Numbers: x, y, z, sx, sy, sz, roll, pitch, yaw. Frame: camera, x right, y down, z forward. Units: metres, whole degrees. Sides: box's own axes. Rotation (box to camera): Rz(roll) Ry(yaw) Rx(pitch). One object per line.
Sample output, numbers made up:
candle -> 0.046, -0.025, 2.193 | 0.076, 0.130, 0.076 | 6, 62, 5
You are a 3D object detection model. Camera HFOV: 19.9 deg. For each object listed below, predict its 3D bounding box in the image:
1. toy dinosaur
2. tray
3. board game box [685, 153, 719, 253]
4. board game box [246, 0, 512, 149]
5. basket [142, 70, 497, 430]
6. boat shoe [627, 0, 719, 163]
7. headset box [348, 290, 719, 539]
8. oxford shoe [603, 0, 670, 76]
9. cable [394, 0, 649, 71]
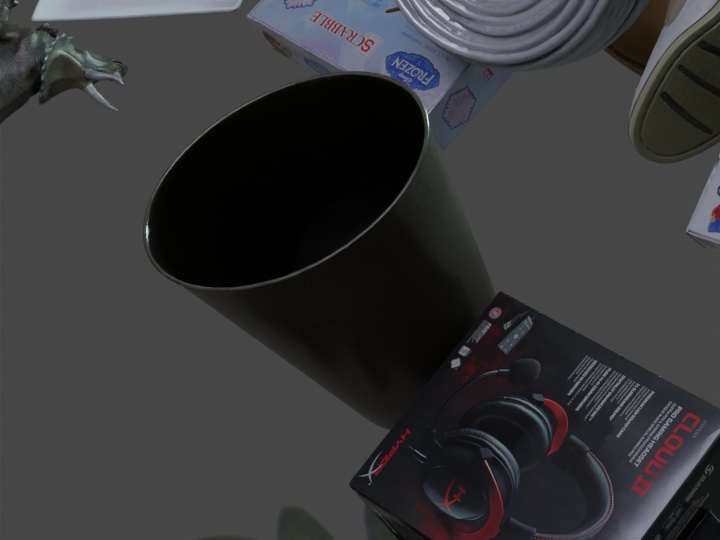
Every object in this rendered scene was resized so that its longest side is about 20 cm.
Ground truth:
toy dinosaur -> -0.280, -0.146, 1.567 | 0.199, 0.077, 0.103 | -23, 43, 11
tray -> -0.157, -0.234, 1.592 | 0.199, 0.022, 0.108 | 1, 60, 31
board game box -> 0.296, -0.046, 1.163 | 0.200, 0.035, 0.127 | 22, 86, 39
board game box -> 0.051, -0.204, 1.434 | 0.200, 0.041, 0.200 | -48, 48, -8
basket -> 0.000, 0.000, 1.211 | 0.180, 0.200, 0.136 | -22, 50, 17
boat shoe -> 0.227, -0.159, 1.260 | 0.200, 0.075, 0.068 | -56, 25, 15
headset box -> 0.117, 0.121, 1.141 | 0.200, 0.075, 0.149 | 30, 76, 41
oxford shoe -> 0.159, -0.206, 1.322 | 0.071, 0.071, 0.200 | -31, 72, -4
cable -> 0.099, -0.225, 1.286 | 0.200, 0.069, 0.201 | 26, 115, 34
